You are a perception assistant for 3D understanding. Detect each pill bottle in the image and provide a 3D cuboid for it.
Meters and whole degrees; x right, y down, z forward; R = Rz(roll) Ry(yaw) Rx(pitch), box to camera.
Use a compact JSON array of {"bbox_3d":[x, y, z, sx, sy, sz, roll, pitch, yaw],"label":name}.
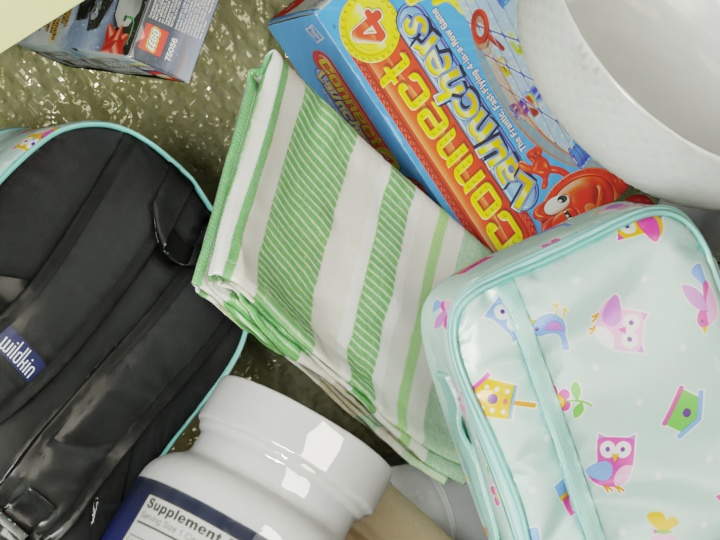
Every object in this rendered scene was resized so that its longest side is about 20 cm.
[{"bbox_3d":[-0.073,0.156,1.213,0.116,0.116,0.201,36,76,-24],"label":"pill bottle"}]

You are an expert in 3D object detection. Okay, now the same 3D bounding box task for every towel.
[{"bbox_3d":[0.000,0.000,1.327,0.200,0.023,0.153,40,46,-34],"label":"towel"}]

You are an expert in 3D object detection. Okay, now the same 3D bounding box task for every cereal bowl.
[{"bbox_3d":[0.165,-0.112,1.422,0.199,0.083,0.201,19,46,-22],"label":"cereal bowl"}]

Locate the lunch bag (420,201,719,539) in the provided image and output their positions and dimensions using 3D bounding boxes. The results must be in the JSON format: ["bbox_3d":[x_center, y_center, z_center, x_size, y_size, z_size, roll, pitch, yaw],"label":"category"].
[{"bbox_3d":[0.123,0.078,1.326,0.160,0.077,0.201,-23,98,-17],"label":"lunch bag"}]

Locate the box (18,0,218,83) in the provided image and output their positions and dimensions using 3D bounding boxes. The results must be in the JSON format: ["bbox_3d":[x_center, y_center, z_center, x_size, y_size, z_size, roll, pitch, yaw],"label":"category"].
[{"bbox_3d":[-0.097,-0.196,1.311,0.040,0.137,0.201,22,86,-31],"label":"box"}]

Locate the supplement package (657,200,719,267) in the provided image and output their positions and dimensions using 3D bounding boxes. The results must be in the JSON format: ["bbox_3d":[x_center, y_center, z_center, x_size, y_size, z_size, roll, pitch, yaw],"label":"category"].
[{"bbox_3d":[0.277,-0.081,1.529,0.111,0.155,0.201,25,75,-27],"label":"supplement package"}]

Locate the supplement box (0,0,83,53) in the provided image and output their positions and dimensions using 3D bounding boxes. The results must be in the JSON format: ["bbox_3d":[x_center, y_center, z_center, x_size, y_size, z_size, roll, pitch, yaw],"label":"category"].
[{"bbox_3d":[-0.220,-0.152,1.180,0.199,0.200,0.135,-32,105,3],"label":"supplement box"}]

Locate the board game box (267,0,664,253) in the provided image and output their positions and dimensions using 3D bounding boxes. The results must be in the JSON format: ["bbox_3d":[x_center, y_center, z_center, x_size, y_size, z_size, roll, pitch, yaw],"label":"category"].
[{"bbox_3d":[0.079,-0.116,1.473,0.196,0.056,0.200,-43,108,-25],"label":"board game box"}]

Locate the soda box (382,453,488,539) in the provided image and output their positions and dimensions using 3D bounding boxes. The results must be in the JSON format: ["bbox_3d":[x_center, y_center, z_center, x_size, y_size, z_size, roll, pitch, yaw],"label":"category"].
[{"bbox_3d":[-0.033,0.136,1.350,0.199,0.068,0.064,-6,90,-31],"label":"soda box"}]

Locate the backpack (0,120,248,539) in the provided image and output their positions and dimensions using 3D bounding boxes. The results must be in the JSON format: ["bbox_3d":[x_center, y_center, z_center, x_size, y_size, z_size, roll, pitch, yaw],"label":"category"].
[{"bbox_3d":[-0.160,0.028,1.271,0.200,0.153,0.176,-48,112,-21],"label":"backpack"}]

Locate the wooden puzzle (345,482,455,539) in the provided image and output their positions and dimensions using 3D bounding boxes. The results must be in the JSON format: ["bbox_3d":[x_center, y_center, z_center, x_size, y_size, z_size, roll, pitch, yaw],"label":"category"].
[{"bbox_3d":[-0.002,0.223,1.319,0.185,0.037,0.200,43,75,-25],"label":"wooden puzzle"}]

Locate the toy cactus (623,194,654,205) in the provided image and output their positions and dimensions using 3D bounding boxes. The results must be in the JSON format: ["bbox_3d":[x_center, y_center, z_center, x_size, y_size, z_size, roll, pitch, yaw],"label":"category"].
[{"bbox_3d":[0.110,0.052,1.439,0.165,0.200,0.102,-34,62,-15],"label":"toy cactus"}]
